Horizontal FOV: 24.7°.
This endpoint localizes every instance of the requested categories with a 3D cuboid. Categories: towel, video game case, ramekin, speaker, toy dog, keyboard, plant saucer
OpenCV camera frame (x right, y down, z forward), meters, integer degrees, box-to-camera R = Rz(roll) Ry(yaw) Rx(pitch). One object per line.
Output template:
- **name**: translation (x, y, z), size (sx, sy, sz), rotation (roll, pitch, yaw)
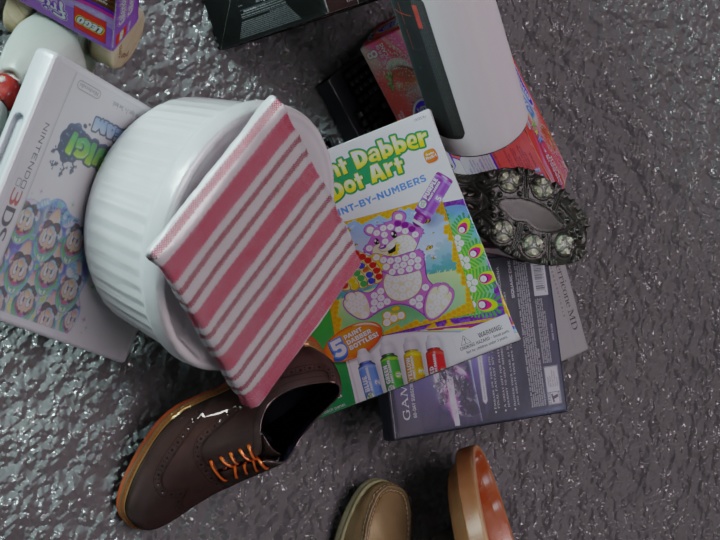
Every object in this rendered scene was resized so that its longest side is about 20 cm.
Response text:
- **towel**: translation (-0.074, -0.009, 1.163), size (0.146, 0.030, 0.200), rotation (-54, 145, -22)
- **video game case**: translation (0.092, 0.060, 1.392), size (0.200, 0.019, 0.143), rotation (-5, 86, -38)
- **video game case**: translation (-0.198, -0.040, 1.178), size (0.200, 0.024, 0.182), rotation (29, 81, -60)
- **ramekin**: translation (-0.114, -0.035, 1.200), size (0.202, 0.094, 0.203), rotation (-35, 135, -45)
- **speaker**: translation (0.073, -0.190, 1.297), size (0.081, 0.081, 0.200), rotation (-53, 139, -32)
- **toy dog**: translation (-0.242, -0.129, 1.191), size (0.132, 0.096, 0.200), rotation (40, 57, 22)
- **keyboard**: translation (0.020, -0.084, 1.447), size (0.127, 0.021, 0.200), rotation (-41, 108, -36)
- **plant saucer**: translation (0.110, 0.248, 1.396), size (0.200, 0.032, 0.201), rotation (-15, 90, -81)

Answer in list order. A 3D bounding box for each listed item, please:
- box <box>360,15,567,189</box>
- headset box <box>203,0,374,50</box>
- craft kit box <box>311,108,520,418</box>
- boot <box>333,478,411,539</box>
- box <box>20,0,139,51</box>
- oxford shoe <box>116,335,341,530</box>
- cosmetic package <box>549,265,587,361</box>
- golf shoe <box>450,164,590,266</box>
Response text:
- **box**: translation (0.093, -0.139, 1.445), size (0.200, 0.102, 0.095), rotation (61, 19, -14)
- **headset box**: translation (-0.012, -0.254, 1.362), size (0.200, 0.149, 0.075), rotation (-26, 102, -40)
- **craft kit box**: translation (0.000, 0.000, 1.306), size (0.200, 0.049, 0.198), rotation (-22, 85, 2)
- **boot**: translation (0.043, 0.266, 1.323), size (0.072, 0.155, 0.200), rotation (21, 70, -36)
- **box**: translation (-0.240, -0.247, 1.122), size (0.200, 0.137, 0.039), rotation (29, 60, 6)
- **oxford shoe**: translation (-0.100, 0.129, 1.237), size (0.200, 0.073, 0.071), rotation (-43, 125, -1)
- **cosmetic package**: translation (0.103, 0.055, 1.461), size (0.200, 0.071, 0.102), rotation (-20, 96, -40)
- **golf shoe**: translation (0.096, -0.050, 1.397), size (0.200, 0.088, 0.077), rotation (15, 77, -14)
